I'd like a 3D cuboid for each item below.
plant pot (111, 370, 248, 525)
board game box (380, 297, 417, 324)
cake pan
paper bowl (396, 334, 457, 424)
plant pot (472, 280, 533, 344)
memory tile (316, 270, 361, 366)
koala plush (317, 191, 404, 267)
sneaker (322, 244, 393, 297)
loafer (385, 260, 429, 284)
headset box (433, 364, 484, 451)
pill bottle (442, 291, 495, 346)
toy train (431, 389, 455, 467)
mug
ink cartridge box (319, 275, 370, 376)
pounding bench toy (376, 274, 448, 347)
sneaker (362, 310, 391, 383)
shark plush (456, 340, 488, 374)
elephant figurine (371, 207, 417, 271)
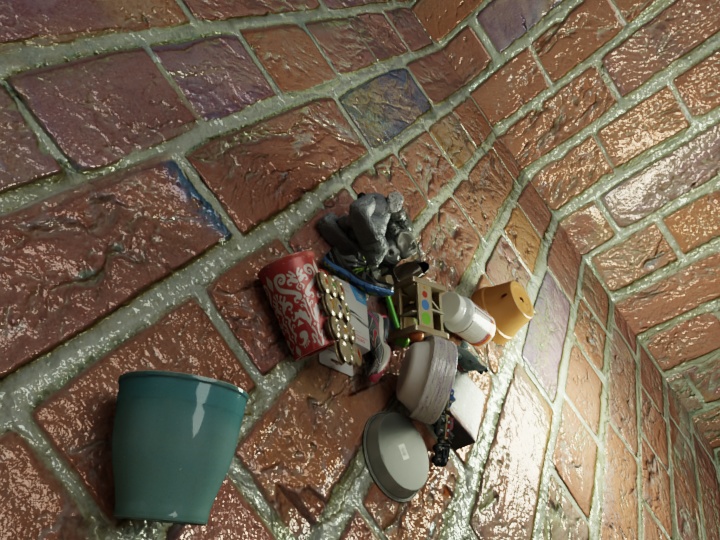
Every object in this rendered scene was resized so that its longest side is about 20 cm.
[{"bbox_3d":[-0.275,0.269,0.896,0.198,0.198,0.193,25,59,-38],"label":"plant pot"},{"bbox_3d":[0.138,0.103,1.714,0.200,0.032,0.121,45,37,-19],"label":"board game box"},{"bbox_3d":[0.087,0.413,1.375,0.198,0.036,0.204,33,40,-33],"label":"cake pan"},{"bbox_3d":[0.151,0.255,1.458,0.102,0.203,0.203,18,41,-3],"label":"paper bowl"},{"bbox_3d":[0.491,0.127,2.057,0.198,0.139,0.203,33,39,-31],"label":"plant pot"},{"bbox_3d":[-0.043,0.105,1.303,0.153,0.016,0.205,35,38,-69],"label":"memory tile"},{"bbox_3d":[0.021,-0.132,1.619,0.185,0.175,0.201,53,42,-20],"label":"koala plush"},{"bbox_3d":[0.000,0.000,1.502,0.197,0.071,0.084,30,75,12],"label":"sneaker"},{"bbox_3d":[0.135,0.003,1.706,0.074,0.071,0.199,57,31,3],"label":"loafer"},{"bbox_3d":[0.244,0.355,1.596,0.149,0.077,0.201,48,35,-12],"label":"headset box"},{"bbox_3d":[0.313,0.145,1.820,0.199,0.108,0.112,33,39,-40],"label":"pill bottle"},{"bbox_3d":[0.205,0.375,1.481,0.045,0.034,0.206,7,86,-20],"label":"toy train"},{"bbox_3d":[-0.108,0.072,1.308,0.174,0.133,0.204,-17,78,-26],"label":"mug"},{"bbox_3d":[-0.039,0.129,1.420,0.115,0.066,0.204,29,42,-37],"label":"ink cartridge box"},{"bbox_3d":[0.115,0.112,1.565,0.197,0.123,0.160,18,62,-36],"label":"pounding bench toy"},{"bbox_3d":[0.024,0.182,1.461,0.073,0.081,0.203,22,36,-20],"label":"sneaker"},{"bbox_3d":[0.275,0.250,1.665,0.082,0.092,0.200,31,7,-29],"label":"shark plush"},{"bbox_3d":[0.089,-0.066,1.727,0.142,0.151,0.205,86,2,-65],"label":"elephant figurine"}]
